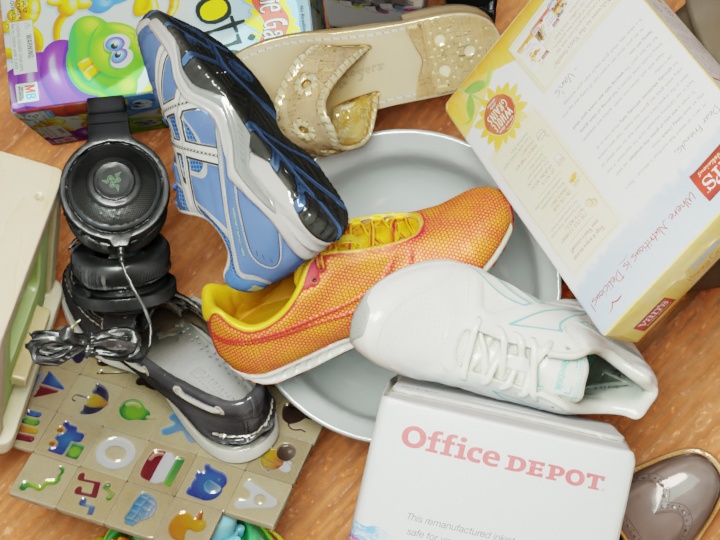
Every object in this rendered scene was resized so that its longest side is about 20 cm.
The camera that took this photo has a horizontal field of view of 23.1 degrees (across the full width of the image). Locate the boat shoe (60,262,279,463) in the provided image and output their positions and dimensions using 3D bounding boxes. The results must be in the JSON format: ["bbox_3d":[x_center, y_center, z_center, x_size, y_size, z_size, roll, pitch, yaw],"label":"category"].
[{"bbox_3d":[-0.128,0.043,1.137,0.074,0.060,0.200,-32,56,-22],"label":"boat shoe"}]

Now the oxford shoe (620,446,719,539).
[{"bbox_3d":[0.154,0.185,1.117,0.200,0.073,0.071,-40,82,-1],"label":"oxford shoe"}]

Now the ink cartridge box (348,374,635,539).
[{"bbox_3d":[0.063,0.173,1.013,0.145,0.145,0.201,13,93,3],"label":"ink cartridge box"}]

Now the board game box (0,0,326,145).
[{"bbox_3d":[-0.126,-0.156,1.170,0.199,0.105,0.103,-8,82,5],"label":"board game box"}]

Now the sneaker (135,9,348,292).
[{"bbox_3d":[-0.089,-0.075,1.038,0.077,0.076,0.200,-44,59,20],"label":"sneaker"}]

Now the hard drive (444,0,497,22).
[{"bbox_3d":[0.077,-0.276,1.149,0.038,0.140,0.201,5,84,6],"label":"hard drive"}]

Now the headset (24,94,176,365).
[{"bbox_3d":[-0.161,-0.019,1.074,0.094,0.124,0.200,-6,44,-8],"label":"headset"}]

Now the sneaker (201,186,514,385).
[{"bbox_3d":[0.000,0.000,1.054,0.200,0.073,0.077,-28,126,-1],"label":"sneaker"}]

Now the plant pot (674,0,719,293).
[{"bbox_3d":[0.203,-0.063,1.099,0.173,0.200,0.200,-27,81,17],"label":"plant pot"}]

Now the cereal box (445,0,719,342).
[{"bbox_3d":[0.146,-0.078,1.019,0.144,0.039,0.200,-49,53,25],"label":"cereal box"}]

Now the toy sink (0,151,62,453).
[{"bbox_3d":[-0.254,0.029,1.106,0.112,0.200,0.131,16,56,-3],"label":"toy sink"}]

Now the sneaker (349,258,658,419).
[{"bbox_3d":[0.089,0.043,1.021,0.200,0.080,0.071,9,107,-28],"label":"sneaker"}]

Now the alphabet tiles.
[{"bbox_3d":[-0.128,0.098,1.135,0.199,0.006,0.167,15,51,14],"label":"alphabet tiles"}]

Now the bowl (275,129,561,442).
[{"bbox_3d":[0.029,0.014,1.142,0.200,0.090,0.202,-1,84,5],"label":"bowl"}]

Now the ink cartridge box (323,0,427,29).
[{"bbox_3d":[0.015,-0.221,1.119,0.068,0.200,0.115,7,84,2],"label":"ink cartridge box"}]

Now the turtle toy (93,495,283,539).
[{"bbox_3d":[-0.101,0.225,1.121,0.145,0.101,0.200,-25,81,2],"label":"turtle toy"}]

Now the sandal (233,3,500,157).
[{"bbox_3d":[-0.013,-0.107,1.078,0.211,0.070,0.078,-18,115,2],"label":"sandal"}]
